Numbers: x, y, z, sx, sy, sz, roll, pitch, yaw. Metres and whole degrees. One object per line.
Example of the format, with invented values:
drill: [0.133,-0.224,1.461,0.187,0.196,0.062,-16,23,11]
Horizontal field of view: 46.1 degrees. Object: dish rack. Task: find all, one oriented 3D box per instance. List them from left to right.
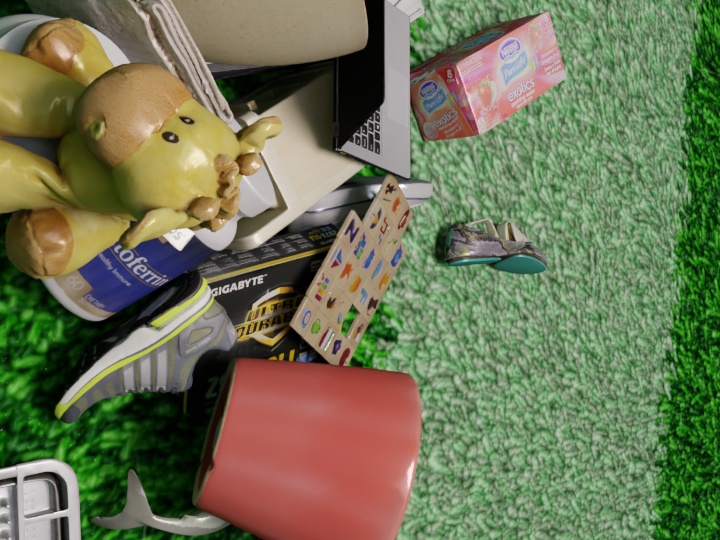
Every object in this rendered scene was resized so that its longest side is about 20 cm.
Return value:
dish rack: [-0.346,0.258,0.732,0.199,0.043,0.173,-5,96,-40]

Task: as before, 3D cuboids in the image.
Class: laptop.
laptop: [0.034,-0.208,0.814,0.199,0.115,0.189,14,73,-52]

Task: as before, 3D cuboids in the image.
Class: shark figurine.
shark figurine: [-0.156,0.241,0.877,0.214,0.090,0.129,-25,75,-45]

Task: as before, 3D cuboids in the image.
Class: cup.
cup: [-0.099,-0.247,0.681,0.142,0.200,0.202,-24,111,-4]

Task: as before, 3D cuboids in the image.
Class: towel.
towel: [-0.195,-0.177,0.688,0.035,0.199,0.133,-48,134,-24]

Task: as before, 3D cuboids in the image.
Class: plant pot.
plant pot: [-0.057,0.175,0.813,0.176,0.200,0.202,17,81,-12]

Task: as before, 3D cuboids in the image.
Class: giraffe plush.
giraffe plush: [-0.147,-0.070,0.540,0.199,0.161,0.174,29,74,-37]

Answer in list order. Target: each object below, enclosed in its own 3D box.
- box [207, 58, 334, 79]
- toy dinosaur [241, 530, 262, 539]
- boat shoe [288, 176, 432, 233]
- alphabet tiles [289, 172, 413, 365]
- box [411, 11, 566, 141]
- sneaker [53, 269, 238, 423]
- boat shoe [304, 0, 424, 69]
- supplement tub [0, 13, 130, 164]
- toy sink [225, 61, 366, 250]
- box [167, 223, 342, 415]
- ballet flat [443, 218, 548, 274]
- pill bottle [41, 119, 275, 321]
box: [-0.139,-0.292,0.822,0.197,0.123,0.202,-18,105,-38]
toy dinosaur: [-0.060,0.333,0.955,0.199,0.102,0.137,30,55,-15]
boat shoe: [-0.001,-0.070,0.989,0.198,0.073,0.066,-10,108,-30]
alphabet tiles: [0.000,0.000,0.916,0.201,0.007,0.167,-62,155,-14]
box: [0.164,-0.252,1.100,0.199,0.102,0.095,-35,114,-32]
sneaker: [-0.197,0.088,0.771,0.081,0.199,0.074,49,18,-21]
boat shoe: [0.014,-0.273,0.989,0.200,0.073,0.066,-49,117,-26]
supplement tub: [-0.270,-0.120,0.671,0.144,0.199,0.146,-3,95,-40]
toy sink: [-0.097,-0.123,0.866,0.200,0.130,0.113,-40,117,-30]
box: [-0.103,0.048,0.884,0.199,0.049,0.161,-16,131,-39]
ballet flat: [0.189,-0.036,1.159,0.199,0.072,0.073,5,89,-42]
pill bottle: [-0.181,-0.050,0.745,0.199,0.116,0.116,-30,119,10]
